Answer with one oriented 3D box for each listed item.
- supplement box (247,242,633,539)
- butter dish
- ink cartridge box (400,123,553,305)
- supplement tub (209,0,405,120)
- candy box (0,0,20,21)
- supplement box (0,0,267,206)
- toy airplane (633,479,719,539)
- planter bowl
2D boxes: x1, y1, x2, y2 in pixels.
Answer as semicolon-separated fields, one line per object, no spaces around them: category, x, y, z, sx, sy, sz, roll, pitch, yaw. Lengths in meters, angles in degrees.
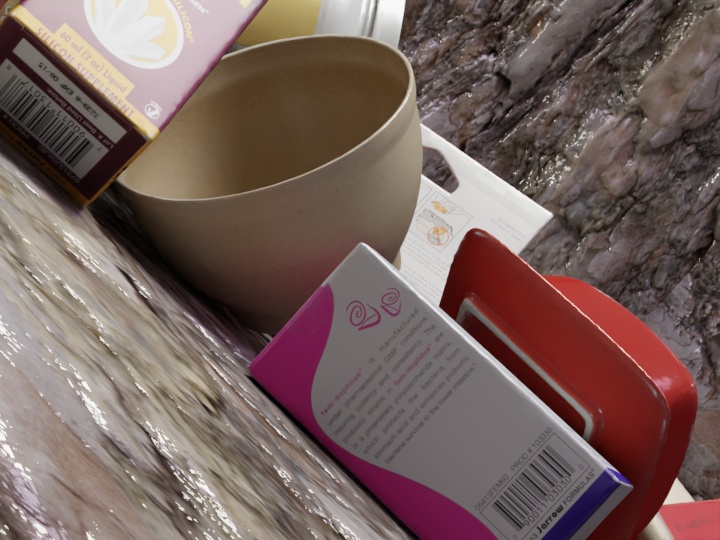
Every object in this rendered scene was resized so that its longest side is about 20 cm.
supplement box;0.047;0.091;1.131;0.200;0.101;0.103;43;3;14
butter dish;0.143;0.089;1.265;0.148;0.200;0.200;-14;43;-38
ink cartridge box;0.009;-0.027;1.426;0.200;0.176;0.045;36;-26;17
supplement tub;-0.079;-0.168;1.388;0.200;0.146;0.145;12;6;-6
candy box;-0.227;-0.185;1.376;0.055;0.115;0.200;41;3;-9
supplement box;-0.142;-0.149;1.204;0.110;0.086;0.200;42;45;-10
toy airplane;0.266;0.233;1.646;0.199;0.141;0.200;30;37;-8
planter bowl;-0.047;-0.045;1.264;0.200;0.200;0.135;46;-23;56
